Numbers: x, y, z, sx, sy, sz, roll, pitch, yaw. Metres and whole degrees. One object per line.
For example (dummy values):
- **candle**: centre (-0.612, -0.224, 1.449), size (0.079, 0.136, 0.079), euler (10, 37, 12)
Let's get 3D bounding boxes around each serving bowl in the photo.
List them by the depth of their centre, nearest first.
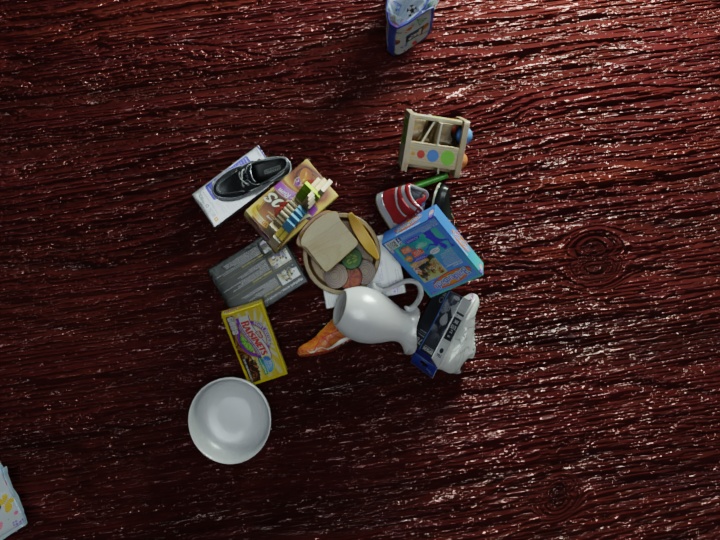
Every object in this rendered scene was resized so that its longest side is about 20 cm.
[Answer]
- **serving bowl**: centre (-0.307, 0.350, 1.388), size (0.195, 0.066, 0.206), euler (0, 93, -1)

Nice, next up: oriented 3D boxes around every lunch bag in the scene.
- **lunch bag**: centre (0.118, -0.611, 1.329), size (0.122, 0.170, 0.203), euler (26, 89, 2)
- **lunch bag**: centre (-0.901, 0.559, 1.346), size (0.196, 0.127, 0.173), euler (-22, 94, -8)

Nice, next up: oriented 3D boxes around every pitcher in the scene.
- **pitcher**: centre (0.047, 0.086, 1.329), size (0.196, 0.121, 0.176), euler (17, 83, -20)

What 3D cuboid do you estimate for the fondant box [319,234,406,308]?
- **fondant box**: centre (0.000, 0.000, 1.396), size (0.195, 0.058, 0.148), euler (-11, 92, -3)

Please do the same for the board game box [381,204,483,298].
- **board game box**: centre (0.166, -0.038, 1.327), size (0.150, 0.046, 0.200), euler (-25, 122, 32)

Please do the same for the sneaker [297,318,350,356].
- **sneaker**: centre (-0.065, 0.150, 1.399), size (0.197, 0.073, 0.078), euler (-25, 81, -9)

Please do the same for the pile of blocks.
- **pile of blocks**: centre (-0.147, -0.143, 1.288), size (0.062, 0.082, 0.201), euler (40, 72, -7)

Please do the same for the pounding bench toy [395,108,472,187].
- **pounding bench toy**: centre (0.169, -0.259, 1.358), size (0.152, 0.125, 0.205), euler (8, 109, -3)

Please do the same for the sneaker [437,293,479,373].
- **sneaker**: centre (0.245, 0.155, 1.413), size (0.098, 0.075, 0.203), euler (26, 90, -22)

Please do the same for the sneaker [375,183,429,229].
- **sneaker**: centre (0.129, -0.112, 1.347), size (0.111, 0.072, 0.201), euler (-18, 122, 34)

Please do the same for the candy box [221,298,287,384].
- **candy box**: centre (-0.248, 0.173, 1.374), size (0.100, 0.026, 0.204), euler (-18, 113, -4)

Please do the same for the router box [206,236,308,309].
- **router box**: centre (-0.244, 0.012, 1.388), size (0.198, 0.051, 0.151), euler (-31, 92, -3)

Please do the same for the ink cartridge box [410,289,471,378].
- **ink cartridge box**: centre (0.179, 0.143, 1.385), size (0.039, 0.099, 0.203), euler (26, 90, -35)

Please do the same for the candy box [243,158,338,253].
- **candy box**: centre (-0.161, -0.150, 1.358), size (0.200, 0.056, 0.117), euler (-44, 93, -18)

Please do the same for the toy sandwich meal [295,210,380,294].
- **toy sandwich meal**: centre (-0.046, -0.044, 1.327), size (0.200, 0.070, 0.211), euler (0, 92, -3)

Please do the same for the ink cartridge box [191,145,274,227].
- **ink cartridge box**: centre (-0.296, -0.200, 1.391), size (0.198, 0.037, 0.096), euler (-36, 92, 2)

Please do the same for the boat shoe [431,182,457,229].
- **boat shoe**: centre (0.198, -0.107, 1.353), size (0.062, 0.074, 0.205), euler (14, 127, 27)

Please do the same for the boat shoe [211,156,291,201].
- **boat shoe**: centre (-0.255, -0.215, 1.341), size (0.196, 0.068, 0.073), euler (-17, 92, -1)
